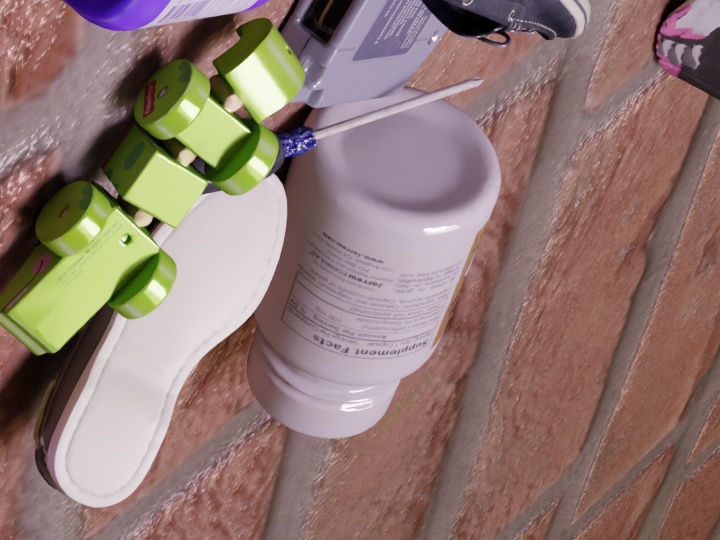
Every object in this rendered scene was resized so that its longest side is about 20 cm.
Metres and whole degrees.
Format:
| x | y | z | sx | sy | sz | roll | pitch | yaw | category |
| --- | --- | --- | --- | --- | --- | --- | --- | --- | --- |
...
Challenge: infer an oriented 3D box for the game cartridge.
| x | y | z | sx | sy | sz | roll | pitch | yaw | category |
| --- | --- | --- | --- | --- | --- | --- | --- | --- | --- |
| 0.035 | -0.176 | 1.546 | 0.133 | 0.041 | 0.200 | -9 | 135 | -59 | game cartridge |

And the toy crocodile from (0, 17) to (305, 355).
| x | y | z | sx | sy | sz | roll | pitch | yaw | category |
| --- | --- | --- | --- | --- | --- | --- | --- | --- | --- |
| -0.104 | -0.042 | 1.447 | 0.068 | 0.062 | 0.200 | 38 | 94 | -33 | toy crocodile |

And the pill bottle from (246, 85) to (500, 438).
| x | y | z | sx | sy | sz | roll | pitch | yaw | category |
| --- | --- | --- | --- | --- | --- | --- | --- | --- | --- |
| 0.000 | 0.000 | 1.677 | 0.114 | 0.114 | 0.200 | -35 | 157 | -39 | pill bottle |

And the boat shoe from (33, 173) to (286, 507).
| x | y | z | sx | sy | sz | roll | pitch | yaw | category |
| --- | --- | --- | --- | --- | --- | --- | --- | --- | --- |
| -0.110 | 0.029 | 1.563 | 0.202 | 0.072 | 0.060 | -60 | -156 | -9 | boat shoe |

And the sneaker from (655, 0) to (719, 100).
| x | y | z | sx | sy | sz | roll | pitch | yaw | category |
| --- | --- | --- | --- | --- | --- | --- | --- | --- | --- |
| 0.264 | -0.192 | 1.993 | 0.086 | 0.080 | 0.200 | -52 | 171 | -30 | sneaker |

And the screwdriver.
| x | y | z | sx | sy | sz | roll | pitch | yaw | category |
| --- | --- | --- | --- | --- | --- | --- | --- | --- | --- |
| -0.011 | -0.075 | 1.566 | 0.200 | 0.028 | 0.029 | -19 | -172 | -27 | screwdriver |

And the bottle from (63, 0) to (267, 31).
| x | y | z | sx | sy | sz | roll | pitch | yaw | category |
| --- | --- | --- | --- | --- | --- | --- | --- | --- | --- |
| -0.059 | -0.155 | 1.314 | 0.200 | 0.065 | 0.084 | -19 | 145 | -58 | bottle |

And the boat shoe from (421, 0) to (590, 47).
| x | y | z | sx | sy | sz | roll | pitch | yaw | category |
| --- | --- | --- | --- | --- | --- | --- | --- | --- | --- |
| 0.060 | -0.150 | 1.489 | 0.062 | 0.075 | 0.200 | -47 | 158 | 8 | boat shoe |
